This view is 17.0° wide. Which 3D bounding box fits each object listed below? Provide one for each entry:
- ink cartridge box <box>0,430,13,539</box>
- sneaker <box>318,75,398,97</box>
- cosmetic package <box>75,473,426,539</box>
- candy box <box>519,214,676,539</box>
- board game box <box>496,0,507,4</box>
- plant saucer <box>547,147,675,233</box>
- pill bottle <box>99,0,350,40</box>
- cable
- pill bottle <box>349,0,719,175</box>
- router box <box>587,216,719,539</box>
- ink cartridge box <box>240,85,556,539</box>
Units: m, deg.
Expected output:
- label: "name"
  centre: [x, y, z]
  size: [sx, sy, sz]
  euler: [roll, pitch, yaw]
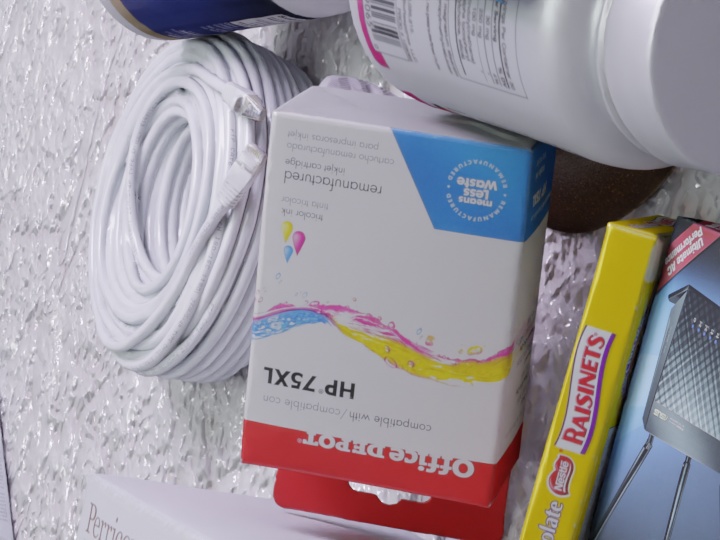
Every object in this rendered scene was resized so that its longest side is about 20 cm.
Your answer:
- label: "ink cartridge box"
  centre: [-0.303, 0.198, 1.709]
  size: [0.197, 0.043, 0.200]
  euler: [-53, 36, 39]
- label: "sneaker"
  centre: [0.000, 0.000, 1.178]
  size: [0.112, 0.077, 0.200]
  euler: [-57, 35, 34]
- label: "cosmetic package"
  centre: [-0.042, 0.214, 1.088]
  size: [0.167, 0.166, 0.201]
  euler: [15, 93, 62]
- label: "candy box"
  centre: [0.093, 0.077, 0.972]
  size: [0.026, 0.102, 0.201]
  euler: [18, 98, 18]
- label: "board game box"
  centre: [0.045, -0.213, 0.953]
  size: [0.200, 0.056, 0.196]
  euler: [-53, 34, -6]
- label: "plant saucer"
  centre: [0.098, -0.118, 1.084]
  size: [0.200, 0.037, 0.201]
  euler: [-28, 57, 56]
- label: "pill bottle"
  centre: [-0.049, -0.186, 1.280]
  size: [0.200, 0.111, 0.112]
  euler: [-3, 77, 46]
- label: "cable"
  centre: [-0.090, -0.037, 1.369]
  size: [0.200, 0.069, 0.200]
  euler: [-66, 30, 24]
- label: "pill bottle"
  centre: [0.091, -0.102, 0.944]
  size: [0.200, 0.113, 0.114]
  euler: [26, 103, 56]
- label: "router box"
  centre: [0.167, 0.077, 0.857]
  size: [0.200, 0.062, 0.150]
  euler: [29, 107, 61]
- label: "ink cartridge box"
  centre: [0.015, 0.029, 1.055]
  size: [0.067, 0.116, 0.201]
  euler: [-46, -37, -70]
